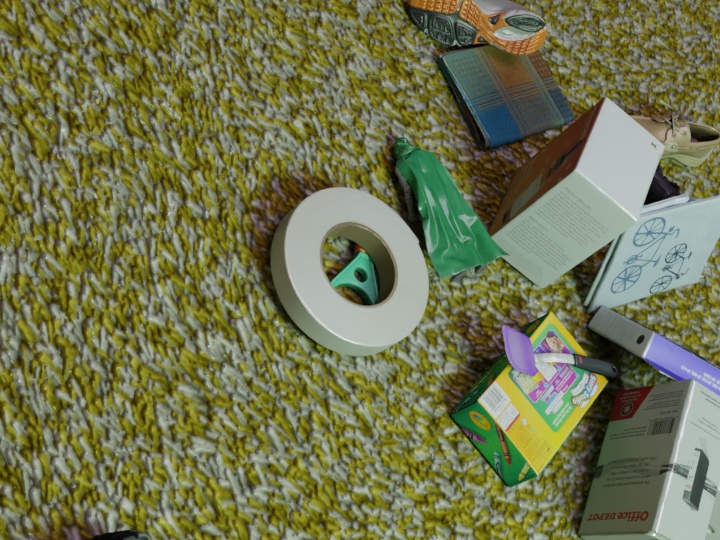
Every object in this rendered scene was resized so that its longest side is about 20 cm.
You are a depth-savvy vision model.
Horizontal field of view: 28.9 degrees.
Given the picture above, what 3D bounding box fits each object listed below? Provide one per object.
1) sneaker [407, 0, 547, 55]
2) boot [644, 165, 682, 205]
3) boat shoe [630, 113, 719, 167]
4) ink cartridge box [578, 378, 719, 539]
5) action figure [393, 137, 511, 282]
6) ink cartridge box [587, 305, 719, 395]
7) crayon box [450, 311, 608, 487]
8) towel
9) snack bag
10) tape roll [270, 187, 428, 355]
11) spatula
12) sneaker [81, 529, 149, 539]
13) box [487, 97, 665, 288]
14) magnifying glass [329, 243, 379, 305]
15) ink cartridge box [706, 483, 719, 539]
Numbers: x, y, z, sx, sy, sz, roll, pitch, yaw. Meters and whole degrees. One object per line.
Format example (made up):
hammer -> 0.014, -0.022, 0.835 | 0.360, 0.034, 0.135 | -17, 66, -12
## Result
sneaker -> 0.155, -0.353, 1.940 | 0.199, 0.076, 0.092 | 13, 26, -17
boot -> 0.406, -0.108, 1.985 | 0.066, 0.165, 0.200 | -41, 70, -11
boat shoe -> 0.455, -0.205, 2.065 | 0.199, 0.065, 0.071 | 5, 51, -41
ink cartridge box -> 0.363, 0.246, 1.708 | 0.084, 0.144, 0.201 | 31, 66, -21
action figure -> 0.095, -0.084, 1.760 | 0.118, 0.055, 0.201 | -15, 70, -39
ink cartridge box -> 0.421, 0.124, 1.816 | 0.198, 0.200, 0.044 | 27, 96, -22
crayon box -> 0.211, 0.157, 1.722 | 0.119, 0.058, 0.200 | 51, 48, -5
towel -> 0.204, -0.251, 1.947 | 0.200, 0.022, 0.147 | -20, 81, -42
snack bag -> 0.404, -0.031, 1.858 | 0.199, 0.189, 0.021 | -14, 52, -25
tape roll -> -0.010, 0.000, 1.628 | 0.202, 0.037, 0.204 | 15, 61, -28
spatula -> 0.247, 0.110, 1.718 | 0.199, 0.021, 0.057 | 13, 58, -33
sneaker -> -0.276, 0.307, 1.291 | 0.200, 0.075, 0.080 | -27, 99, -35
box -> 0.274, -0.098, 1.798 | 0.106, 0.200, 0.153 | 37, 49, -10
magnifying glass -> 0.000, 0.000, 1.670 | 0.079, 0.022, 0.201 | 30, 53, -21
ink cartridge box -> 0.505, 0.264, 1.869 | 0.145, 0.085, 0.200 | 46, 50, -9
